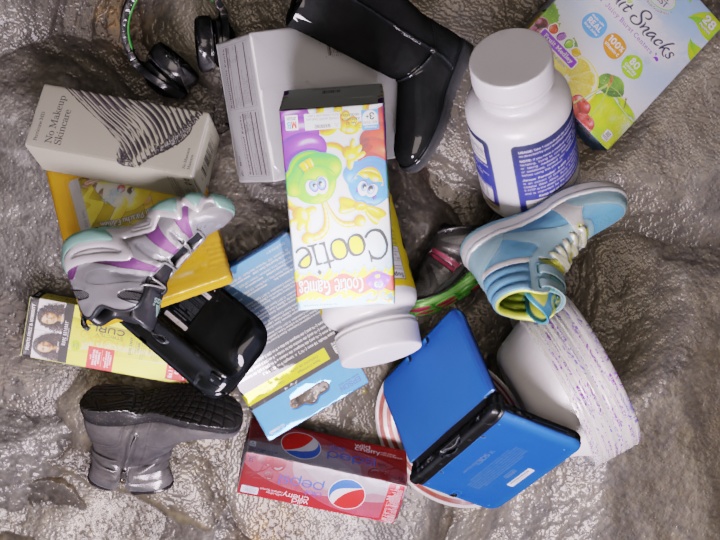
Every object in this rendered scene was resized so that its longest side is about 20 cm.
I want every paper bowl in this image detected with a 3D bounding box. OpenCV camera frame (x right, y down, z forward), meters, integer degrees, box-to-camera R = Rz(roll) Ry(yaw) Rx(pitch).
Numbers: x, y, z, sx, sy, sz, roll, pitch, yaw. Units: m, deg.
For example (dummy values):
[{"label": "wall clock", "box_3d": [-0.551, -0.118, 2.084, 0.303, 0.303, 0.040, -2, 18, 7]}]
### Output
[{"label": "paper bowl", "box_3d": [0.229, 0.131, 1.316, 0.103, 0.201, 0.203, -28, 99, 0]}]

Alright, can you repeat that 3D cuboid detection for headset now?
[{"label": "headset", "box_3d": [-0.188, -0.236, 1.288, 0.122, 0.094, 0.202, -30, 115, 0]}]

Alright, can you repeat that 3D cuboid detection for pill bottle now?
[{"label": "pill bottle", "box_3d": [0.000, 0.000, 1.292, 0.112, 0.114, 0.203, -13, 75, -3]}, {"label": "pill bottle", "box_3d": [0.179, -0.161, 1.268, 0.118, 0.121, 0.201, -22, 140, -2]}]

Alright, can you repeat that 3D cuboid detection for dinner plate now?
[{"label": "dinner plate", "box_3d": [0.110, 0.189, 1.366, 0.197, 0.024, 0.204, 9, 111, 24]}]

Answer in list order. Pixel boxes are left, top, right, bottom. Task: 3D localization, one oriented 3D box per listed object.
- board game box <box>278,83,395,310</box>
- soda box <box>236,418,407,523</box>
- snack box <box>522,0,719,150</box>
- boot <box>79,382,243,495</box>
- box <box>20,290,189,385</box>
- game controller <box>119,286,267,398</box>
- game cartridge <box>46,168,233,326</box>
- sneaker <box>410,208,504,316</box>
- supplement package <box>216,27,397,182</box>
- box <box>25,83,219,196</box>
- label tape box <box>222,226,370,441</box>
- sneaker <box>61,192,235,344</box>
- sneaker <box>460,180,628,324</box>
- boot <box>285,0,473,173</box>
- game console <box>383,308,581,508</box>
[{"label": "board game box", "box_3d": [-0.021, -0.075, 1.151, 0.103, 0.103, 0.203, -4, 110, 1]}, {"label": "soda box", "box_3d": [-0.045, 0.240, 1.366, 0.197, 0.070, 0.064, 13, 117, -6]}, {"label": "snack box", "box_3d": [0.292, -0.271, 1.339, 0.168, 0.068, 0.200, 43, 90, -8]}, {"label": "boot", "box_3d": [-0.228, 0.202, 1.338, 0.196, 0.070, 0.134, 5, 122, 10]}, {"label": "box", "box_3d": [-0.291, 0.080, 1.341, 0.197, 0.050, 0.077, 12, 95, -7]}, {"label": "game controller", "box_3d": [-0.199, 0.051, 1.289, 0.199, 0.042, 0.105, 38, 77, 16]}, {"label": "game cartridge", "box_3d": [-0.251, -0.052, 1.293, 0.174, 0.033, 0.203, -19, 69, -2]}, {"label": "sneaker", "box_3d": [0.105, -0.009, 1.362, 0.198, 0.077, 0.085, -31, 77, -1]}, {"label": "supplement package", "box_3d": [-0.040, -0.192, 1.267, 0.197, 0.110, 0.159, -13, 99, -26]}, {"label": "box", "box_3d": [-0.263, -0.143, 1.275, 0.196, 0.069, 0.084, 10, 72, 7]}, {"label": "label tape box", "box_3d": [-0.097, 0.074, 1.349, 0.143, 0.063, 0.202, -29, 98, 1]}, {"label": "sneaker", "box_3d": [-0.214, 0.008, 1.222, 0.197, 0.078, 0.142, -20, 72, 7]}, {"label": "sneaker", "box_3d": [0.219, -0.011, 1.256, 0.197, 0.132, 0.080, -24, 139, 5]}, {"label": "boot", "box_3d": [0.009, -0.219, 1.191, 0.198, 0.065, 0.167, 29, 72, -29]}, {"label": "game console", "box_3d": [0.131, 0.161, 1.292, 0.168, 0.200, 0.120, 21, 52, -15]}]
